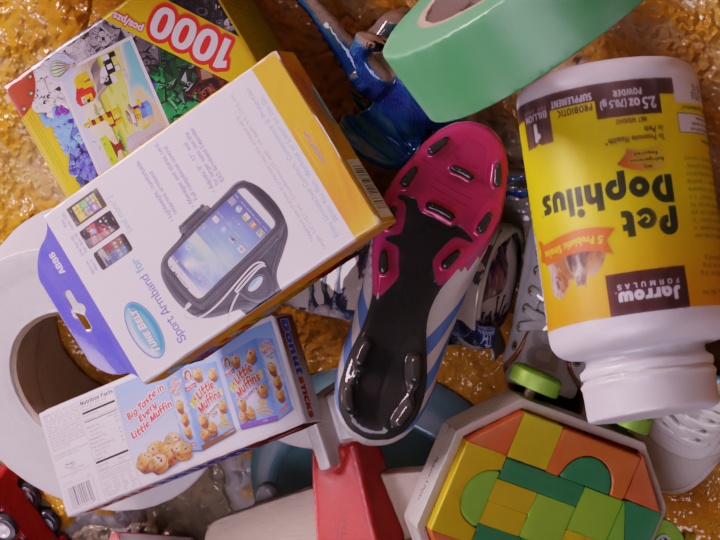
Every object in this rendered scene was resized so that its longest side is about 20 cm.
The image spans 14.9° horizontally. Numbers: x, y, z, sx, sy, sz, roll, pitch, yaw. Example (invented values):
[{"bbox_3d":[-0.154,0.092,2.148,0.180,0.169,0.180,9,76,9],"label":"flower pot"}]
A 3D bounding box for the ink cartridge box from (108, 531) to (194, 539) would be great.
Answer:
[{"bbox_3d":[-0.153,0.296,1.901,0.067,0.117,0.201,8,114,-27],"label":"ink cartridge box"}]

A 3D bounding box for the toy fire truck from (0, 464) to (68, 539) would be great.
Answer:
[{"bbox_3d":[-0.278,0.207,1.968,0.140,0.049,0.201,-26,107,31],"label":"toy fire truck"}]

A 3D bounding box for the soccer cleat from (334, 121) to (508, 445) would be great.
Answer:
[{"bbox_3d":[0.031,0.007,1.644,0.069,0.086,0.201,21,88,0],"label":"soccer cleat"}]

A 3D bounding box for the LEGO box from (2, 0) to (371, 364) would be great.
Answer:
[{"bbox_3d":[-0.098,-0.066,1.671,0.148,0.077,0.201,-33,84,15],"label":"LEGO box"}]

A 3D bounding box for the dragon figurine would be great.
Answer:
[{"bbox_3d":[0.019,-0.101,1.675,0.199,0.059,0.100,26,124,4],"label":"dragon figurine"}]

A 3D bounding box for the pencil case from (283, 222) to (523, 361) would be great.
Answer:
[{"bbox_3d":[0.000,0.000,1.728,0.198,0.078,0.090,10,106,15],"label":"pencil case"}]

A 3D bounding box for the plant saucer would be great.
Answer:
[{"bbox_3d":[0.016,0.157,1.842,0.199,0.027,0.202,9,121,15],"label":"plant saucer"}]

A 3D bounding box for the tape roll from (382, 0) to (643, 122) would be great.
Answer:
[{"bbox_3d":[0.104,-0.162,1.522,0.200,0.201,0.048,-29,106,31],"label":"tape roll"}]

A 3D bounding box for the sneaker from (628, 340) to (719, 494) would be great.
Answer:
[{"bbox_3d":[0.209,0.064,1.683,0.076,0.081,0.201,24,125,5],"label":"sneaker"}]

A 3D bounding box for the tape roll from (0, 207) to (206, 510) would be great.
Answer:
[{"bbox_3d":[-0.171,0.057,1.829,0.201,0.071,0.204,9,121,16],"label":"tape roll"}]

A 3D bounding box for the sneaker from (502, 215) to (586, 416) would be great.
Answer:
[{"bbox_3d":[0.129,0.027,1.691,0.072,0.085,0.201,12,120,16],"label":"sneaker"}]

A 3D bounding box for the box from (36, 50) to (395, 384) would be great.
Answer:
[{"bbox_3d":[-0.092,-0.024,1.611,0.199,0.041,0.120,-34,84,18],"label":"box"}]

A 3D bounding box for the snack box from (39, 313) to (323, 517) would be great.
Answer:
[{"bbox_3d":[-0.117,0.093,1.754,0.199,0.024,0.072,-23,78,30],"label":"snack box"}]

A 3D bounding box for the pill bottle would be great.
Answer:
[{"bbox_3d":[0.155,-0.016,1.594,0.109,0.109,0.202,-11,82,26],"label":"pill bottle"}]

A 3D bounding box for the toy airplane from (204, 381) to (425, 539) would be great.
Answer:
[{"bbox_3d":[0.011,0.162,1.764,0.200,0.141,0.200,39,106,29],"label":"toy airplane"}]

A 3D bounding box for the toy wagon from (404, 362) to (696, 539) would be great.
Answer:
[{"bbox_3d":[0.127,0.151,1.674,0.199,0.040,0.156,21,95,-22],"label":"toy wagon"}]
